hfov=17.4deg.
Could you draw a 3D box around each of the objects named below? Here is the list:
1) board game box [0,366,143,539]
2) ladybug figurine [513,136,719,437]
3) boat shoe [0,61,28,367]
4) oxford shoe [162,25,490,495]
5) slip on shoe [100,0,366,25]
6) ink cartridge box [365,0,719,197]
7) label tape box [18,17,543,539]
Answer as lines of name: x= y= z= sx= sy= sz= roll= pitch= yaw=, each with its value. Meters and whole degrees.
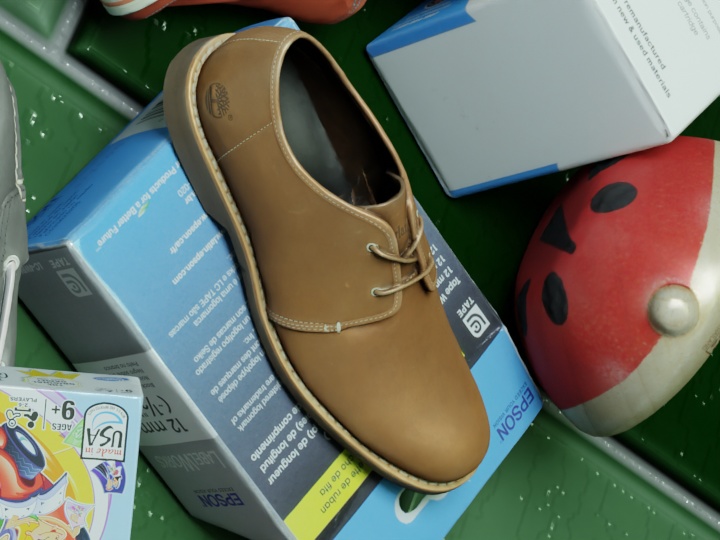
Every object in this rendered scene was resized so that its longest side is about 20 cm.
board game box: x=-0.174 y=0.095 z=0.748 sx=0.198 sy=0.034 sz=0.136 roll=4 pitch=98 yaw=-9
ladybug figurine: x=0.112 y=-0.001 z=0.985 sx=0.072 sy=0.200 sz=0.136 roll=30 pitch=92 yaw=-3
boat shoe: x=-0.152 y=0.018 z=0.843 sx=0.057 sy=0.067 sz=0.202 roll=23 pitch=73 yaw=-50
oxford shoe: x=0.000 y=0.000 z=0.876 sx=0.071 sy=0.071 sz=0.201 roll=-44 pitch=112 yaw=-36
slip on shoe: x=-0.022 y=-0.130 z=0.962 sx=0.199 sy=0.074 sz=0.062 roll=-23 pitch=99 yaw=-43
ink cartridge box: x=0.123 y=-0.127 z=1.024 sx=0.200 sy=0.146 sz=0.085 roll=-42 pitch=107 yaw=-35
label tape box: x=-0.030 y=0.024 z=0.933 sx=0.143 sy=0.066 sz=0.201 roll=-48 pitch=114 yaw=-32
